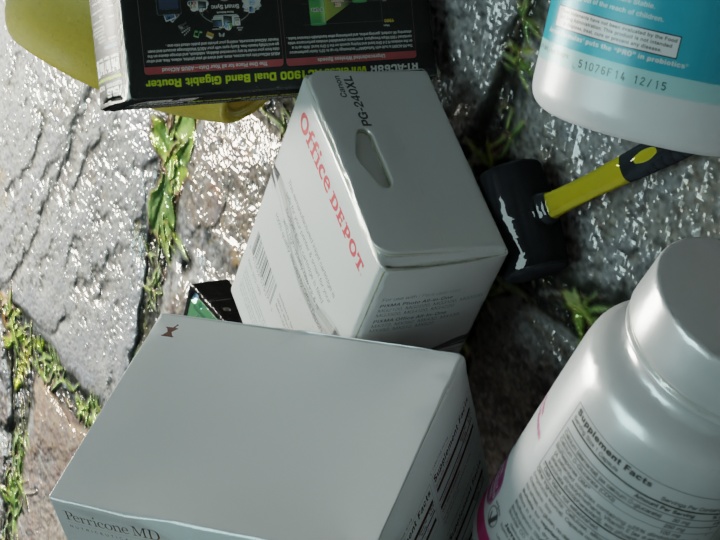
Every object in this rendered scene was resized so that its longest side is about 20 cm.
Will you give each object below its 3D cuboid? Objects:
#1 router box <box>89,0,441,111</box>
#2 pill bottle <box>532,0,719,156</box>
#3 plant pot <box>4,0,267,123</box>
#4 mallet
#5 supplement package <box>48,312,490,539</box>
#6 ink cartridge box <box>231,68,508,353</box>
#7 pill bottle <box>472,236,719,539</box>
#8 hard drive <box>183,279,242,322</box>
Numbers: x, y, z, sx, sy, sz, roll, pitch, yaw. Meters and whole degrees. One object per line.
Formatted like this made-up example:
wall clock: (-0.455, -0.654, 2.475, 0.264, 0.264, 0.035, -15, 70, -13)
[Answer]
router box: (-0.059, -0.176, 1.082, 0.062, 0.199, 0.151, 176, 88, -66)
pill bottle: (0.152, -0.161, 0.854, 0.111, 0.110, 0.201, 28, 111, 49)
plant pot: (-0.105, -0.178, 1.181, 0.142, 0.200, 0.200, 40, 132, 11)
mallet: (0.137, -0.042, 0.975, 0.200, 0.041, 0.066, -17, 81, 51)
supplement package: (-0.036, 0.154, 1.036, 0.190, 0.147, 0.201, 7, 134, 23)
ink cartridge box: (0.000, 0.000, 1.095, 0.200, 0.083, 0.146, 113, 143, -47)
pill bottle: (0.143, 0.086, 0.919, 0.114, 0.113, 0.200, 57, 137, 31)
hard drive: (-0.069, 0.116, 1.289, 0.200, 0.038, 0.140, 43, 129, 41)
